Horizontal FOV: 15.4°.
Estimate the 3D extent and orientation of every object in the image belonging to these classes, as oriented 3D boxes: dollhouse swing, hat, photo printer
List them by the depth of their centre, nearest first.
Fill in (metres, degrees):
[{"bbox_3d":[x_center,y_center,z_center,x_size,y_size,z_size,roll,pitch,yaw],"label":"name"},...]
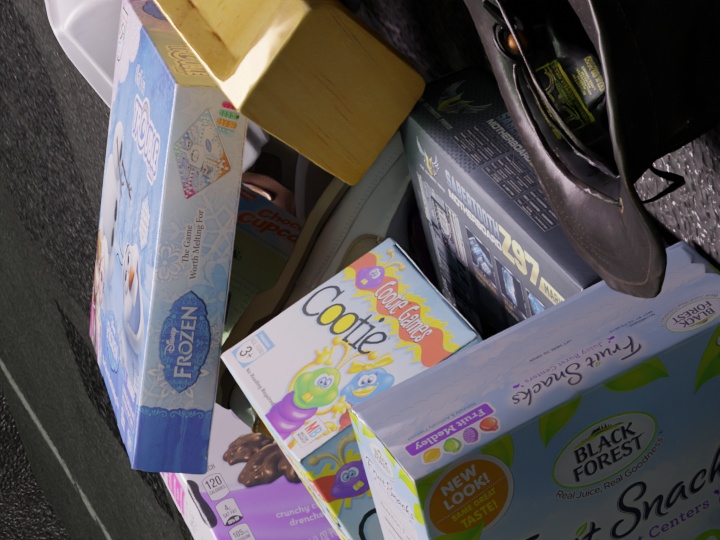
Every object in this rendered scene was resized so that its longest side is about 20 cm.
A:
[{"bbox_3d":[0.099,-0.086,0.989,0.201,0.081,0.201,157,90,-84],"label":"hat"},{"bbox_3d":[-0.026,-0.187,1.241,0.200,0.176,0.182,52,-170,26],"label":"dollhouse swing"},{"bbox_3d":[-0.129,-0.168,1.564,0.166,0.069,0.200,50,-163,-44],"label":"photo printer"}]

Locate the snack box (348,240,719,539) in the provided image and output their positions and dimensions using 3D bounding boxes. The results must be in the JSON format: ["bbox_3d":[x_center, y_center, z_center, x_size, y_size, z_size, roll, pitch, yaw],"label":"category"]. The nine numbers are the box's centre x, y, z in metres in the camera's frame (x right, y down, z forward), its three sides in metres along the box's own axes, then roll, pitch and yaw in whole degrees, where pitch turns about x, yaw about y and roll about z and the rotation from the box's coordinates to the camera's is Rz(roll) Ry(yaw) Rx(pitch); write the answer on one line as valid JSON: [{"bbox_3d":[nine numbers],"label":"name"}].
[{"bbox_3d":[0.099,0.112,1.139,0.068,0.168,0.200,44,156,52],"label":"snack box"}]

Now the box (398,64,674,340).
[{"bbox_3d":[0.090,0.015,1.248,0.200,0.051,0.158,48,159,52],"label":"box"}]

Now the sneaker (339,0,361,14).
[{"bbox_3d":[-0.054,-0.161,1.426,0.200,0.083,0.121,134,119,-74],"label":"sneaker"}]

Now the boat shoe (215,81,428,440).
[{"bbox_3d":[0.000,0.000,1.355,0.068,0.200,0.075,35,-165,10],"label":"boat shoe"}]

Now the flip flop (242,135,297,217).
[{"bbox_3d":[-0.051,-0.034,1.579,0.058,0.081,0.200,-55,17,30],"label":"flip flop"}]

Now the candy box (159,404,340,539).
[{"bbox_3d":[-0.045,0.088,1.630,0.200,0.168,0.072,60,165,18],"label":"candy box"}]

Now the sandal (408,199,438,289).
[{"bbox_3d":[0.039,0.013,1.435,0.082,0.050,0.203,50,158,41],"label":"sandal"}]

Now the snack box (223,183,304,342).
[{"bbox_3d":[-0.023,0.043,1.445,0.200,0.037,0.116,32,128,28],"label":"snack box"}]

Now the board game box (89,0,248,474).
[{"bbox_3d":[-0.102,-0.024,1.376,0.200,0.043,0.199,-124,41,-69],"label":"board game box"}]

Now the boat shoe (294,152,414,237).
[{"bbox_3d":[0.001,-0.010,1.510,0.066,0.072,0.200,40,161,50],"label":"boat shoe"}]

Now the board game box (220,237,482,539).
[{"bbox_3d":[0.034,0.103,1.298,0.200,0.103,0.105,59,174,-37],"label":"board game box"}]
